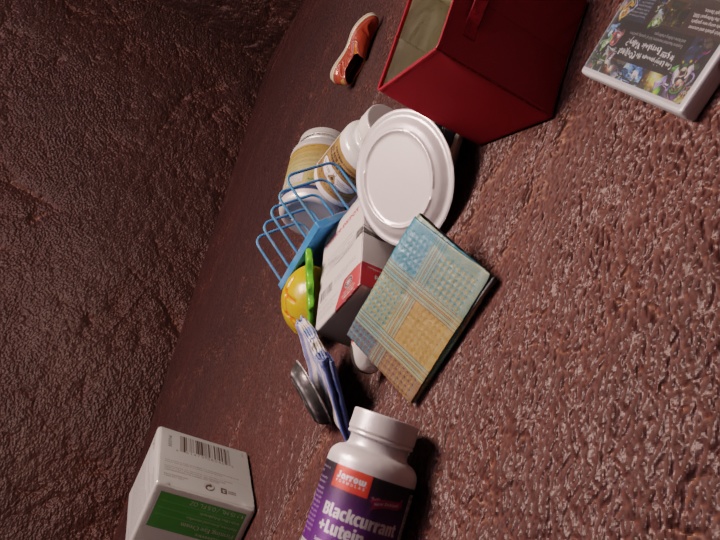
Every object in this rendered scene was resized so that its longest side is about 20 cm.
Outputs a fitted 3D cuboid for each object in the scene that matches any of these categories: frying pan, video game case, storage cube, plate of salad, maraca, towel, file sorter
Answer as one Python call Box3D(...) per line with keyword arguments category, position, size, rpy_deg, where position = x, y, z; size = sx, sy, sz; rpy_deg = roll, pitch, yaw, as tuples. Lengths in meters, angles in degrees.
Box3D(category="frying pan", position=(-0.092, 0.191, 1.140), size=(0.031, 0.116, 0.190), rpy_deg=(-28, 17, -13))
Box3D(category="video game case", position=(0.318, -0.255, 0.682), size=(0.183, 0.023, 0.201), rpy_deg=(-60, 22, 18))
Box3D(category="storage cube", position=(0.155, -0.294, 0.913), size=(0.199, 0.178, 0.174), rpy_deg=(-8, 61, 68))
Box3D(category="plate of salad", position=(0.068, -0.137, 1.041), size=(0.198, 0.048, 0.204), rpy_deg=(10, 104, 44))
Box3D(category="maraca", position=(-0.090, 0.047, 1.242), size=(0.201, 0.105, 0.139), rpy_deg=(97, 166, -61))
Box3D(category="towel", position=(0.072, 0.047, 0.893), size=(0.147, 0.022, 0.202), rpy_deg=(44, 115, 34))
Box3D(category="file sorter", position=(-0.094, -0.085, 1.301), size=(0.123, 0.138, 0.201), rpy_deg=(54, 139, 16))
Box3D(category="towel", position=(-0.058, 0.166, 1.079), size=(0.200, 0.023, 0.149), rpy_deg=(-139, 33, -69))

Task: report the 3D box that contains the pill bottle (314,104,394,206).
Box3D(category="pill bottle", position=(0.001, -0.217, 1.317), size=(0.200, 0.113, 0.116), rpy_deg=(-41, 32, 50))

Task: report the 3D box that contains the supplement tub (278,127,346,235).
Box3D(category="supplement tub", position=(-0.088, -0.187, 1.470), size=(0.144, 0.143, 0.203), rpy_deg=(-41, 32, 50))

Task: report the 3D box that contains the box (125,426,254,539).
Box3D(category="box", position=(-0.331, 0.446, 1.344), size=(0.173, 0.197, 0.200), rpy_deg=(-63, 20, 11))

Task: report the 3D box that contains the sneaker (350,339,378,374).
Box3D(category="sneaker", position=(0.051, 0.059, 0.967), size=(0.204, 0.066, 0.108), rpy_deg=(-65, 18, 1))

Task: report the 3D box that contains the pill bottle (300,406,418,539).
Box3D(category="pill bottle", position=(0.001, 0.269, 0.807), size=(0.111, 0.110, 0.203), rpy_deg=(-11, 59, 66))

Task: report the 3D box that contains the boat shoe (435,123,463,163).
Box3D(category="boat shoe", position=(0.133, -0.240, 1.042), size=(0.075, 0.061, 0.203), rpy_deg=(78, -153, -80))

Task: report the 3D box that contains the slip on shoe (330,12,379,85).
Box3D(category="slip on shoe", position=(-0.005, -0.565, 1.794), size=(0.061, 0.074, 0.202), rpy_deg=(35, 97, 34))

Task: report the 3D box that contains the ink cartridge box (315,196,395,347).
Box3D(category="ink cartridge box", position=(0.000, 0.000, 1.136), size=(0.147, 0.082, 0.202), rpy_deg=(-48, 28, 42))
